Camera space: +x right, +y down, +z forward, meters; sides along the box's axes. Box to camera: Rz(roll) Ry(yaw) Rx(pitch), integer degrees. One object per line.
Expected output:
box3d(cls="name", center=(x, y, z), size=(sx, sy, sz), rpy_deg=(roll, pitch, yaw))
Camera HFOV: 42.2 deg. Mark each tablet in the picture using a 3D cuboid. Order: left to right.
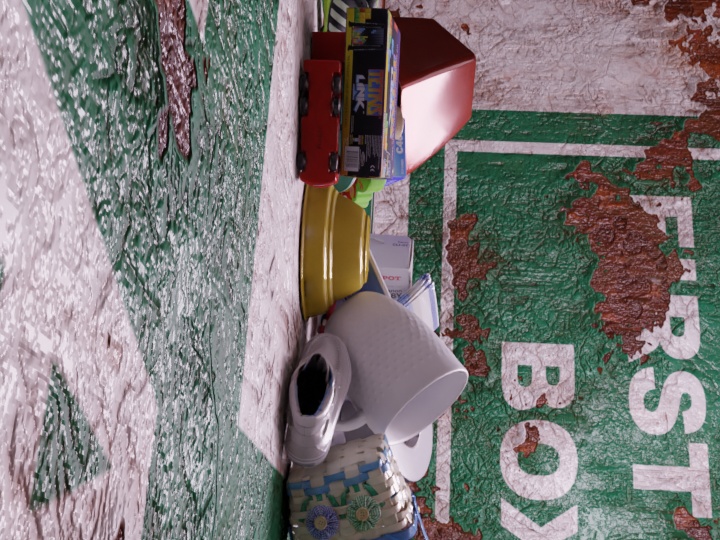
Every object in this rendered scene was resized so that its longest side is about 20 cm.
box3d(cls="tablet", center=(0.000, 0.000, 1.399), size=(0.202, 0.014, 0.130), rpy_deg=(66, -22, 13))

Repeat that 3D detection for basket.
box3d(cls="basket", center=(-0.009, 0.315, 1.139), size=(0.139, 0.174, 0.202), rpy_deg=(-80, 153, -75))

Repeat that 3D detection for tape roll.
box3d(cls="tape roll", center=(0.042, 0.221, 1.415), size=(0.200, 0.065, 0.203), rpy_deg=(41, 43, -55))

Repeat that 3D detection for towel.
box3d(cls="towel", center=(0.053, 0.108, 1.517), size=(0.200, 0.024, 0.148), rpy_deg=(-42, 146, -20))

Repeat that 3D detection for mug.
box3d(cls="mug", center=(0.015, 0.134, 1.251), size=(0.176, 0.199, 0.148), rpy_deg=(49, -18, 26))

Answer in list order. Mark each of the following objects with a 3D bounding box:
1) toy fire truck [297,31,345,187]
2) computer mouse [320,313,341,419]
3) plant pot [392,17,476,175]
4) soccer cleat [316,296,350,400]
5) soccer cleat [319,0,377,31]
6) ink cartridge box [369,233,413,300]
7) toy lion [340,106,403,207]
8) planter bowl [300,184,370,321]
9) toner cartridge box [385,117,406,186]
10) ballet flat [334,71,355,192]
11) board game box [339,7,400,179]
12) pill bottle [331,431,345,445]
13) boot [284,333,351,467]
box3d(cls="toy fire truck", center=(-0.044, -0.203, 1.159), size=(0.141, 0.048, 0.203), rpy_deg=(-32, 124, -86))
box3d(cls="computer mouse", center=(-0.049, 0.162, 1.424), size=(0.201, 0.043, 0.111), rpy_deg=(-88, 176, -60))
box3d(cls="plant pot", center=(0.084, -0.310, 1.570), size=(0.200, 0.175, 0.201), rpy_deg=(50, -26, 35))
box3d(cls="soccer cleat", center=(-0.027, 0.109, 1.376), size=(0.201, 0.076, 0.067), rpy_deg=(-81, -171, -47))
box3d(cls="soccer cleat", center=(-0.016, -0.350, 1.293), size=(0.068, 0.080, 0.202), rpy_deg=(-84, 175, -49))
box3d(cls="ink cartridge box", center=(0.014, 0.042, 1.575), size=(0.084, 0.143, 0.202), rpy_deg=(-81, 173, -49))
box3d(cls="toy lion", center=(-0.003, -0.179, 1.435), size=(0.200, 0.068, 0.194), rpy_deg=(-128, -143, -58))
box3d(cls="planter bowl", center=(-0.030, -0.031, 1.254), size=(0.200, 0.082, 0.203), rpy_deg=(2, 90, -87))
box3d(cls="toner cartridge box", center=(0.013, -0.181, 1.520), size=(0.200, 0.043, 0.096), rpy_deg=(167, -78, -66))
box3d(cls="ballet flat", center=(-0.032, -0.211, 1.312), size=(0.071, 0.068, 0.202), rpy_deg=(-104, -171, -55))
box3d(cls="board game box", center=(0.015, -0.218, 1.193), size=(0.165, 0.056, 0.203), rpy_deg=(-33, 126, -80))
box3d(cls="pill bottle", center=(-0.017, 0.365, 1.492), size=(0.116, 0.114, 0.203), rpy_deg=(-68, 160, -81))
box3d(cls="boot", center=(-0.046, 0.128, 1.111), size=(0.201, 0.072, 0.096), rpy_deg=(-83, -179, -48))
